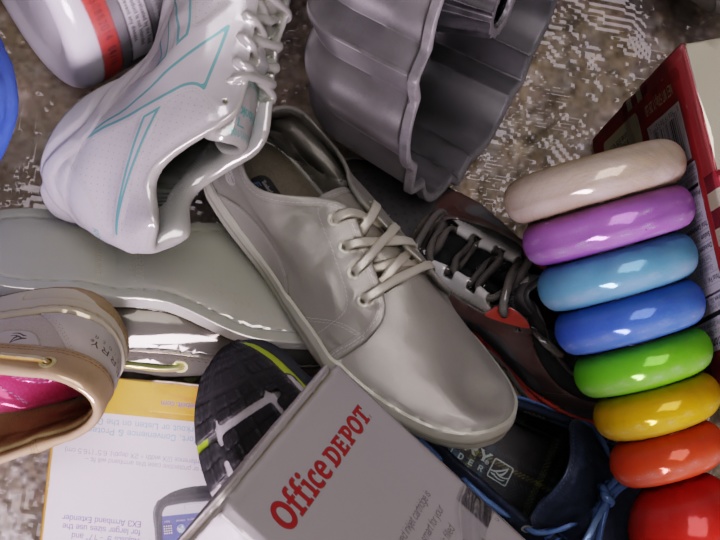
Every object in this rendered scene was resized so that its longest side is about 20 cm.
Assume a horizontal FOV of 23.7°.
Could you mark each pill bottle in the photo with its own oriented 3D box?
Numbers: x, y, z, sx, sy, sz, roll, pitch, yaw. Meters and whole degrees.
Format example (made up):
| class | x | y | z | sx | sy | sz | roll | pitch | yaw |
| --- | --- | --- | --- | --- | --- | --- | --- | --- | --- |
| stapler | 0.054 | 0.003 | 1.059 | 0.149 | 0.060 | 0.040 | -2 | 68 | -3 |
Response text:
| class | x | y | z | sx | sy | sz | roll | pitch | yaw |
| --- | --- | --- | --- | --- | --- | --- | --- | --- | --- |
| pill bottle | -0.084 | -0.185 | 0.849 | 0.200 | 0.116 | 0.116 | -32 | 84 | -16 |

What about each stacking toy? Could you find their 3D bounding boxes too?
| class | x | y | z | sx | sy | sz | roll | pitch | yaw |
| --- | --- | --- | --- | --- | --- | --- | --- | --- | --- |
| stacking toy | 0.129 | 0.046 | 0.776 | 0.085 | 0.085 | 0.201 | -15 | 88 | -13 |

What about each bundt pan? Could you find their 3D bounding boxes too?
| class | x | y | z | sx | sy | sz | roll | pitch | yaw |
| --- | --- | --- | --- | --- | --- | --- | --- | --- | --- |
| bundt pan | 0.036 | -0.139 | 0.822 | 0.076 | 0.202 | 0.202 | 24 | 72 | 15 |

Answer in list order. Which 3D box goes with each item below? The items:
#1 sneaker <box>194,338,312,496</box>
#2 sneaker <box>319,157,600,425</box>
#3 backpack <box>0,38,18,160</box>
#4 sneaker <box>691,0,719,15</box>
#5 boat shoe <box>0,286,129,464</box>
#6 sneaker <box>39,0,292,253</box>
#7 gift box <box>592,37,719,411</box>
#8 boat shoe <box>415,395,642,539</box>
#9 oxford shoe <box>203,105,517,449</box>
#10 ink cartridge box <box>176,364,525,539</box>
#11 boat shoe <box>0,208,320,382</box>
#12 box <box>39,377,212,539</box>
| class | x | y | z | sx | sy | sz | roll | pitch | yaw |
| --- | --- | --- | --- | --- | --- | --- | --- | --- | --- |
| sneaker | -0.001 | 0.112 | 0.794 | 0.074 | 0.081 | 0.200 | -35 | 95 | 23 |
| sneaker | 0.065 | 0.001 | 0.847 | 0.200 | 0.082 | 0.077 | 32 | 73 | -1 |
| backpack | -0.253 | -0.084 | 0.762 | 0.200 | 0.163 | 0.168 | 31 | 33 | 2 |
| sneaker | 0.119 | -0.195 | 0.919 | 0.099 | 0.078 | 0.200 | -44 | 79 | -9 |
| boat shoe | -0.202 | 0.062 | 0.762 | 0.199 | 0.069 | 0.074 | -16 | 122 | 6 |
| sneaker | -0.063 | -0.094 | 0.784 | 0.080 | 0.070 | 0.201 | 32 | 90 | 37 |
| gift box | 0.235 | -0.041 | 0.837 | 0.186 | 0.185 | 0.201 | -8 | 84 | -10 |
| boat shoe | 0.090 | 0.108 | 0.832 | 0.199 | 0.069 | 0.084 | 20 | 74 | -5 |
| oxford shoe | 0.000 | 0.000 | 0.796 | 0.075 | 0.058 | 0.200 | -26 | 69 | -41 |
| ink cartridge box | 0.017 | 0.152 | 0.678 | 0.200 | 0.147 | 0.083 | 43 | 114 | 0 |
| boat shoe | -0.092 | 0.018 | 0.827 | 0.201 | 0.060 | 0.072 | 8 | 43 | -11 |
| box | -0.094 | 0.153 | 0.805 | 0.119 | 0.041 | 0.201 | 7 | 77 | -9 |
